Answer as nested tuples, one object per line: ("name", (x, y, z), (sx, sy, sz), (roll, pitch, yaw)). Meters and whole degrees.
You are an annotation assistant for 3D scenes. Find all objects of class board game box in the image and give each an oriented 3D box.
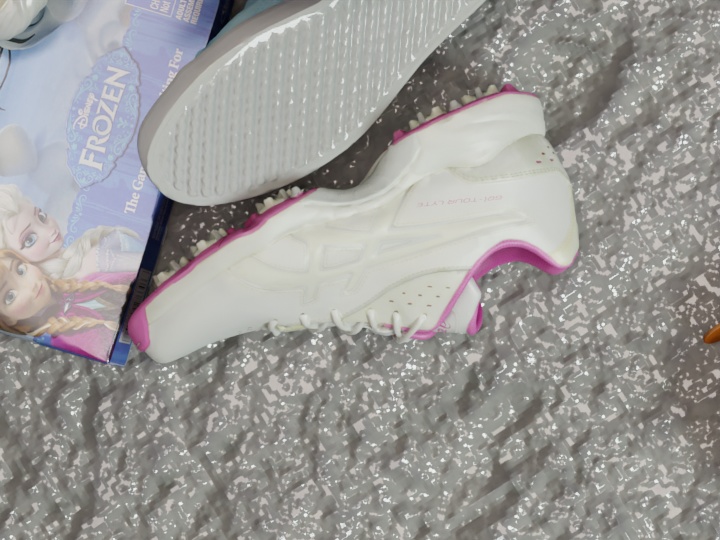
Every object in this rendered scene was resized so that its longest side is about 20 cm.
("board game box", (-0.169, -0.082, 1.293), (0.198, 0.043, 0.201), (16, 88, 7))

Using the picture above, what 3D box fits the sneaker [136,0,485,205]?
("sneaker", (-0.019, -0.105, 1.271), (0.200, 0.082, 0.074), (-38, 122, -10))

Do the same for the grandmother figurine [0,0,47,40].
("grandmother figurine", (-0.211, -0.101, 1.206), (0.199, 0.060, 0.122), (-20, 91, -33))

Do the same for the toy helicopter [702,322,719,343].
("toy helicopter", (0.235, 0.024, 1.252), (0.132, 0.079, 0.200), (43, 79, 15))

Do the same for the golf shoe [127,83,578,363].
("golf shoe", (0.000, 0.000, 1.261), (0.199, 0.075, 0.092), (-28, 87, 3))
